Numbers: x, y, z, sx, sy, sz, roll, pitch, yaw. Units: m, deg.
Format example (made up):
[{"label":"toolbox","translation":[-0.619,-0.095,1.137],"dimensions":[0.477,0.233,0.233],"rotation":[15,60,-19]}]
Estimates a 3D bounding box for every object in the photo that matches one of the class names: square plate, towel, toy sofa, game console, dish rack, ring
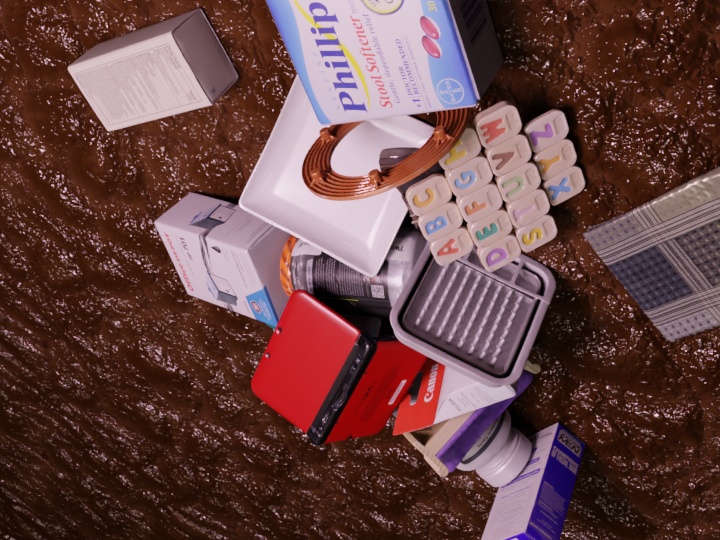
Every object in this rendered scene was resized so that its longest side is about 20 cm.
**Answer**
[{"label":"square plate","translation":[-0.024,-0.123,1.077],"dimensions":[0.198,0.028,0.200],"rotation":[28,103,4]},{"label":"towel","translation":[0.388,-0.015,1.001],"dimensions":[0.193,0.035,0.200],"rotation":[48,138,-13]},{"label":"toy sofa","translation":[0.159,0.190,1.197],"dimensions":[0.098,0.200,0.083],"rotation":[44,175,-9]},{"label":"game console","translation":[-0.026,0.127,1.176],"dimensions":[0.119,0.172,0.200],"rotation":[56,133,35]},{"label":"dish rack","translation":[0.137,0.045,1.076],"dimensions":[0.171,0.200,0.044],"rotation":[27,143,5]},{"label":"ring","translation":[0.023,-0.148,0.955],"dimensions":[0.200,0.201,0.019],"rotation":[-4,133,33]}]

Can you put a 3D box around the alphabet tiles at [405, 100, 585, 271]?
[{"label":"alphabet tiles","translation":[0.156,-0.089,0.977],"dimensions":[0.195,0.015,0.200],"rotation":[-27,128,2]}]

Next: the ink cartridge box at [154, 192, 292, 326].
[{"label":"ink cartridge box","translation":[-0.184,-0.018,1.260],"dimensions":[0.200,0.086,0.147],"rotation":[15,137,36]}]

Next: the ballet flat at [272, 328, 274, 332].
[{"label":"ballet flat","translation":[-0.111,0.093,1.386],"dimensions":[0.063,0.069,0.200],"rotation":[-3,137,-4]}]

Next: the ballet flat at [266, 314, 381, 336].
[{"label":"ballet flat","translation":[-0.052,0.071,1.260],"dimensions":[0.200,0.064,0.067],"rotation":[10,159,38]}]

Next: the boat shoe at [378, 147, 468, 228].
[{"label":"boat shoe","translation":[0.092,-0.083,1.010],"dimensions":[0.074,0.074,0.200],"rotation":[-1,163,42]}]

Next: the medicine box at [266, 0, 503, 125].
[{"label":"medicine box","translation":[0.025,-0.264,0.918],"dimensions":[0.199,0.103,0.182],"rotation":[-2,128,31]}]

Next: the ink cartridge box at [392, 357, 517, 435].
[{"label":"ink cartridge box","translation":[0.123,0.123,1.166],"dimensions":[0.200,0.160,0.047],"rotation":[-25,121,33]}]

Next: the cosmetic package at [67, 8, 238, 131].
[{"label":"cosmetic package","translation":[-0.269,-0.255,1.124],"dimensions":[0.199,0.073,0.104],"rotation":[-5,127,34]}]

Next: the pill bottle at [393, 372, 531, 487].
[{"label":"pill bottle","translation":[0.153,0.227,1.301],"dimensions":[0.200,0.120,0.120],"rotation":[41,138,-11]}]

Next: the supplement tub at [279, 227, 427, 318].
[{"label":"supplement tub","translation":[0.000,0.000,1.172],"dimensions":[0.199,0.123,0.123],"rotation":[4,132,27]}]

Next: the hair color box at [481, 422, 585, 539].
[{"label":"hair color box","translation":[0.254,0.332,1.280],"dimensions":[0.065,0.200,0.109],"rotation":[37,138,-9]}]
